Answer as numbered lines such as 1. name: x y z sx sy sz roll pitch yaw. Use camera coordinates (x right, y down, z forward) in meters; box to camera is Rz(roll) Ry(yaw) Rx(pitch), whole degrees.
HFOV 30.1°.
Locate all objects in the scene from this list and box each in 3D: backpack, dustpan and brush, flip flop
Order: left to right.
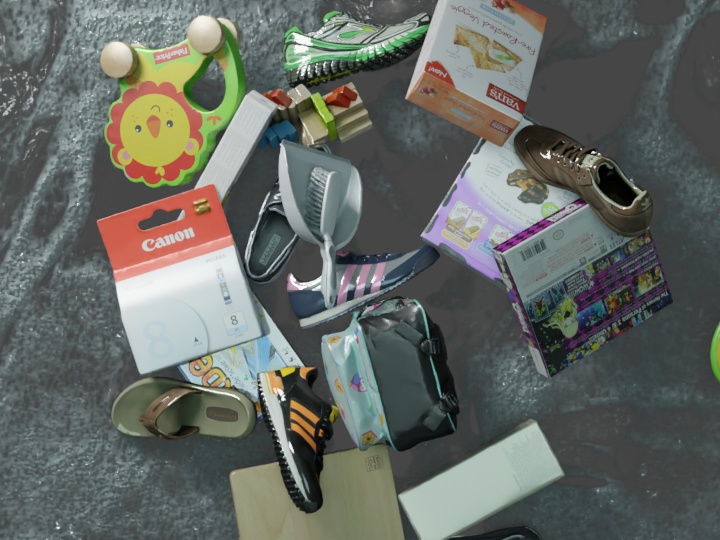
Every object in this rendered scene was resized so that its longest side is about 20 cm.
1. flip flop: -0.226 0.181 1.671 0.200 0.058 0.081 3 104 21
2. dustpan and brush: -0.045 -0.053 1.658 0.057 0.139 0.201 1 83 42
3. backpack: 0.037 0.123 1.628 0.153 0.200 0.176 -19 95 6

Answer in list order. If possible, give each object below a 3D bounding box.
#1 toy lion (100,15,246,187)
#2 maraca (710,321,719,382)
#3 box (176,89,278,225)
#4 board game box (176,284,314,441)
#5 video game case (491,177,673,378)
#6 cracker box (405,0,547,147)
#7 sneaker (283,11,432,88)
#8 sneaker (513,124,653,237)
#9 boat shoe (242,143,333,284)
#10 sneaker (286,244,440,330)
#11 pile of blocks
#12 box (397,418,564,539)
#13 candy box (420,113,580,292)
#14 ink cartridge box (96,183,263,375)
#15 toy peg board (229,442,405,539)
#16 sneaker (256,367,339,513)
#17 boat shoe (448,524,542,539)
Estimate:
1. toy lion: -0.234 -0.205 1.690 0.200 0.069 0.192 -13 92 19
2. maraca: 0.524 0.077 1.669 0.137 0.107 0.200 43 89 -6
3. box: -0.169 -0.130 1.681 0.041 0.039 0.200 31 111 0
4. board game box: -0.169 0.097 1.709 0.135 0.034 0.200 -36 88 -1
5. video game case: 0.277 0.007 1.654 0.200 0.036 0.182 -30 112 -15
6. cracker box: 0.146 -0.262 1.647 0.134 0.058 0.200 25 52 -10
7. sneaker: -0.004 -0.297 1.701 0.200 0.078 0.085 -14 86 0
8. sneaker: 0.271 -0.124 1.599 0.200 0.076 0.070 39 68 20
9. boat shoe: -0.093 -0.077 1.698 0.072 0.068 0.200 29 87 1
10. sneaker: 0.000 0.000 1.694 0.200 0.070 0.082 -26 90 -2
11. pile of blocks: -0.087 -0.196 1.689 0.199 0.062 0.082 -5 64 4
12. box: 0.150 0.268 1.684 0.200 0.068 0.082 -27 88 0
13. candy box: 0.198 -0.083 1.695 0.168 0.072 0.200 32 89 2
14. ink cartridge box: -0.225 0.011 1.660 0.160 0.047 0.200 -18 96 1
15. toy peg board: -0.054 0.330 1.679 0.199 0.098 0.201 -10 88 -11
16. sneaker: -0.062 0.195 1.618 0.090 0.070 0.200 -15 51 -11
17. boat shoe: 0.134 0.369 1.683 0.200 0.063 0.073 -17 88 0
